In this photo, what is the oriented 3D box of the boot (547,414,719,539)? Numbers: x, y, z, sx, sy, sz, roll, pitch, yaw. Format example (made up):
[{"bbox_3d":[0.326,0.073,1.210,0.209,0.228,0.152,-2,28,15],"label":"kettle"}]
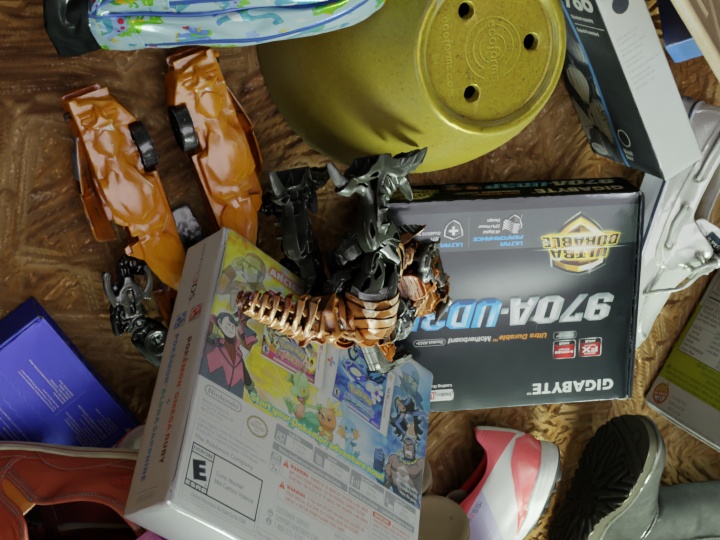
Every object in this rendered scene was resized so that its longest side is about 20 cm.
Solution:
[{"bbox_3d":[0.270,0.187,0.992,0.199,0.073,0.182,6,134,-18],"label":"boot"}]

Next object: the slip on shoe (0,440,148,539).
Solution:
[{"bbox_3d":[-0.196,0.145,0.723,0.199,0.061,0.074,-4,120,18],"label":"slip on shoe"}]

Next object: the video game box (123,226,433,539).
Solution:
[{"bbox_3d":[-0.039,0.100,0.735,0.200,0.047,0.183,37,47,-34],"label":"video game box"}]

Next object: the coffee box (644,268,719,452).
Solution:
[{"bbox_3d":[0.395,0.090,0.959,0.199,0.200,0.198,26,94,-28],"label":"coffee box"}]

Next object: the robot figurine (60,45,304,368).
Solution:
[{"bbox_3d":[-0.110,-0.034,0.778,0.144,0.058,0.201,-23,113,-15],"label":"robot figurine"}]

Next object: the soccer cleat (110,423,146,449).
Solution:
[{"bbox_3d":[-0.139,0.198,0.773,0.068,0.085,0.201,7,104,-25],"label":"soccer cleat"}]

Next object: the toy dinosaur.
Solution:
[{"bbox_3d":[0.000,0.000,0.734,0.102,0.200,0.137,-7,94,13],"label":"toy dinosaur"}]

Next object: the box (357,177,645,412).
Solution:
[{"bbox_3d":[0.098,0.018,0.866,0.199,0.046,0.160,-2,108,-7],"label":"box"}]

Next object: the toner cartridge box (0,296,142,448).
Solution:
[{"bbox_3d":[-0.190,0.123,0.800,0.095,0.043,0.200,-37,117,-7],"label":"toner cartridge box"}]

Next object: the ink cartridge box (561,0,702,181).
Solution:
[{"bbox_3d":[0.166,-0.162,0.836,0.039,0.099,0.201,-32,115,-9],"label":"ink cartridge box"}]

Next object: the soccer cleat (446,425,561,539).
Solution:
[{"bbox_3d":[0.088,0.215,0.949,0.073,0.068,0.201,22,101,-4],"label":"soccer cleat"}]

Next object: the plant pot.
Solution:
[{"bbox_3d":[0.050,-0.147,0.766,0.199,0.142,0.201,-7,109,-21],"label":"plant pot"}]

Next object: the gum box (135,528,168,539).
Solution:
[{"bbox_3d":[-0.082,0.240,0.690,0.066,0.114,0.200,-37,140,-6],"label":"gum box"}]

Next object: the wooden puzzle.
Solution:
[{"bbox_3d":[0.201,-0.220,0.791,0.200,0.046,0.186,24,55,-52],"label":"wooden puzzle"}]

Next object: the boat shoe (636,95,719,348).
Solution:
[{"bbox_3d":[0.250,-0.024,0.916,0.075,0.086,0.203,7,101,-66],"label":"boat shoe"}]

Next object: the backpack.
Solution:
[{"bbox_3d":[-0.067,-0.198,0.664,0.199,0.154,0.164,6,84,-10],"label":"backpack"}]

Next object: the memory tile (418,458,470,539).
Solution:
[{"bbox_3d":[-0.008,0.175,0.817,0.153,0.200,0.017,-19,136,-18],"label":"memory tile"}]
